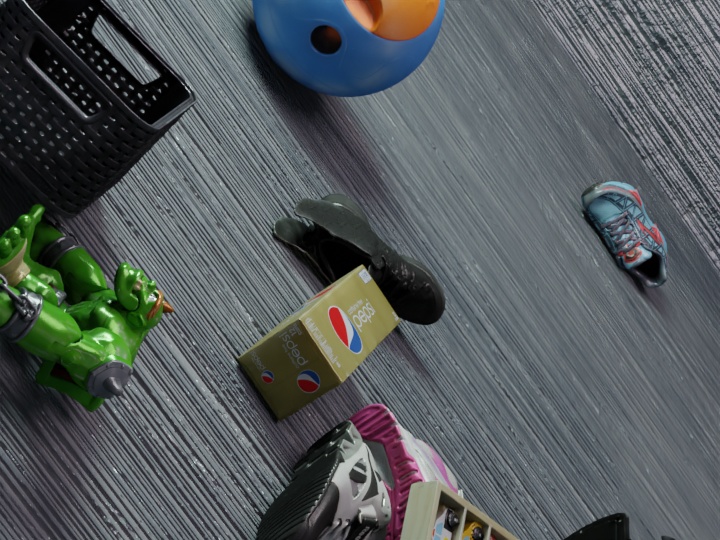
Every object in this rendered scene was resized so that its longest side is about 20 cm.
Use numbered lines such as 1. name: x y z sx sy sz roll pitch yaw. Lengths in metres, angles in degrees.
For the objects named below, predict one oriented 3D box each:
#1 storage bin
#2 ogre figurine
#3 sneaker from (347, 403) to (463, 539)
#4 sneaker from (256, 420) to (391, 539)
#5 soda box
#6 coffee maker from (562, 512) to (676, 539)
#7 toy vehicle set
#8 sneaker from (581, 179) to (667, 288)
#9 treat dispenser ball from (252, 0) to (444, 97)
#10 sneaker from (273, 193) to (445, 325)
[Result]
1. storage bin: -0.208 -0.129 1.333 0.135 0.094 0.200 45 13 -6
2. ogre figurine: -0.193 0.023 1.206 0.120 0.098 0.200 41 -10 -9
3. sneaker: 0.053 0.204 1.513 0.088 0.081 0.201 27 36 -51
4. sneaker: -0.015 0.184 1.396 0.089 0.074 0.200 53 21 -4
5. soda box: -0.032 0.058 1.556 0.064 0.068 0.200 56 20 -2
6. coffee maker: 0.253 0.360 1.712 0.200 0.134 0.192 49 46 -17
7. toy vehicle set: 0.065 0.275 1.388 0.124 0.026 0.201 38 54 -41
8. sneaker: 0.395 -0.051 2.697 0.200 0.079 0.096 43 26 -33
9. treat dispenser ball: -0.013 -0.281 1.919 0.201 0.201 0.201 47 22 -26
10. sneaker: 0.002 -0.002 1.745 0.200 0.060 0.104 45 21 -16
